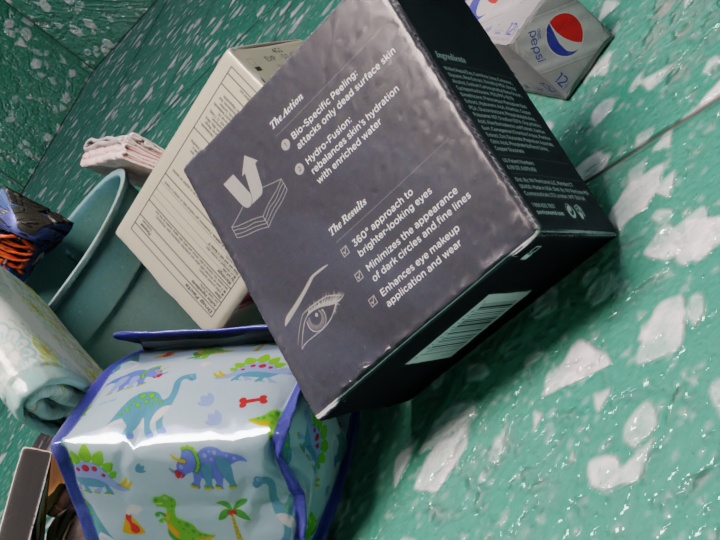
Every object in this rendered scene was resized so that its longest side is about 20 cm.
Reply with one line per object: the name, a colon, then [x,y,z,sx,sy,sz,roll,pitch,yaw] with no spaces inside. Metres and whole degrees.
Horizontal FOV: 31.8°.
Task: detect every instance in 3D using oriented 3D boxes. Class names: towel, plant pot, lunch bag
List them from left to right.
towel: [-0.248,0.055,0.931,0.048,0.171,0.200,-44,-21,-6]
plant pot: [-0.199,0.046,1.164,0.200,0.195,0.201,-45,22,23]
towel: [-0.161,-0.087,1.209,0.200,0.189,0.033,8,80,66]
lunch bag: [-0.093,0.098,0.884,0.168,0.129,0.200,-4,25,17]

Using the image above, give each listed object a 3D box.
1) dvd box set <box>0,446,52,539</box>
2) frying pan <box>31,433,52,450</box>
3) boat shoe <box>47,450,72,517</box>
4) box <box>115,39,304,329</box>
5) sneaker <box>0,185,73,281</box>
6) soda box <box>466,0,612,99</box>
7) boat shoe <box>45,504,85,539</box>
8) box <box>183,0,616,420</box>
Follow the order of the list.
dvd box set: [-0.306,0.275,1.122,0.147,0.029,0.201,-87,10,-46]
frying pan: [-0.356,0.209,1.492,0.190,0.031,0.116,-25,36,57]
boat shoe: [-0.259,0.186,1.220,0.200,0.070,0.071,-42,43,51]
box: [-0.083,-0.066,1.017,0.200,0.128,0.109,-52,-15,31]
sneaker: [-0.319,-0.021,1.172,0.079,0.075,0.200,-69,16,-15]
soda box: [0.121,-0.192,1.030,0.064,0.068,0.200,-53,20,0]
boat shoe: [-0.238,0.248,1.105,0.074,0.074,0.200,-50,22,8]
box: [0.021,-0.046,0.810,0.196,0.201,0.117,-41,-21,29]
